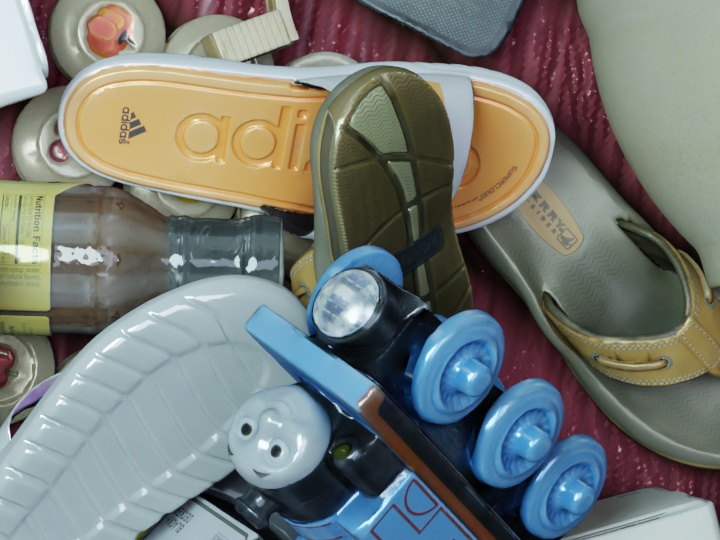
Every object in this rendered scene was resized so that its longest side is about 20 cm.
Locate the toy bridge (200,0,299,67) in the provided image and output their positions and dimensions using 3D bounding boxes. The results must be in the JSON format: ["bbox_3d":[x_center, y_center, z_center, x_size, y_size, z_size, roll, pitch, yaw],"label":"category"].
[{"bbox_3d":[-0.066,-0.187,1.259,0.067,0.027,0.200,-20,89,-14],"label":"toy bridge"}]

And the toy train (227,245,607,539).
[{"bbox_3d":[0.019,0.076,1.152,0.114,0.087,0.200,-52,142,-8],"label":"toy train"}]

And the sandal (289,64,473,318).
[{"bbox_3d":[0.000,0.000,1.195,0.080,0.054,0.200,-30,134,-32],"label":"sandal"}]

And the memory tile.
[{"bbox_3d":[-0.083,-0.014,1.266,0.153,0.017,0.200,20,83,-15],"label":"memory tile"}]

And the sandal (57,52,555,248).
[{"bbox_3d":[-0.021,-0.043,1.229,0.207,0.059,0.079,3,116,-7],"label":"sandal"}]

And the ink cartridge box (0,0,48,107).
[{"bbox_3d":[-0.242,-0.108,1.187,0.200,0.084,0.145,-19,94,-15],"label":"ink cartridge box"}]

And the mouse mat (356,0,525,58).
[{"bbox_3d":[0.004,-0.202,1.289,0.200,0.008,0.161,27,82,-6],"label":"mouse mat"}]

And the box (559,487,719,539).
[{"bbox_3d":[0.127,0.199,1.280,0.078,0.095,0.200,-15,91,-9],"label":"box"}]

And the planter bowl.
[{"bbox_3d":[0.197,-0.063,1.247,0.200,0.200,0.135,-6,86,-16],"label":"planter bowl"}]

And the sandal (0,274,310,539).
[{"bbox_3d":[-0.107,0.070,1.174,0.203,0.050,0.082,-43,121,4],"label":"sandal"}]

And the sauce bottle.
[{"bbox_3d":[-0.131,-0.004,1.208,0.200,0.065,0.065,3,88,-3],"label":"sauce bottle"}]

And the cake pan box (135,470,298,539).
[{"bbox_3d":[-0.088,0.161,1.236,0.200,0.052,0.184,-46,104,-8],"label":"cake pan box"}]

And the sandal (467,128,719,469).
[{"bbox_3d":[0.119,0.012,1.296,0.080,0.054,0.200,-46,100,-12],"label":"sandal"}]

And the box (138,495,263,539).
[{"bbox_3d":[-0.104,0.182,1.150,0.200,0.117,0.060,-45,105,-9],"label":"box"}]
